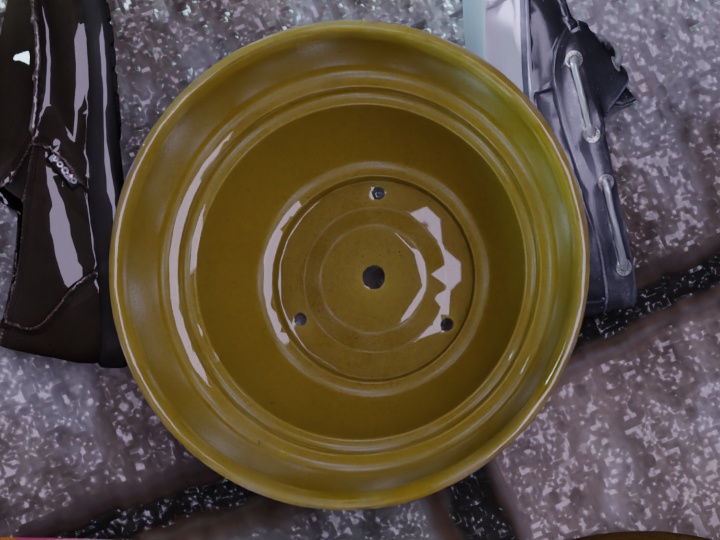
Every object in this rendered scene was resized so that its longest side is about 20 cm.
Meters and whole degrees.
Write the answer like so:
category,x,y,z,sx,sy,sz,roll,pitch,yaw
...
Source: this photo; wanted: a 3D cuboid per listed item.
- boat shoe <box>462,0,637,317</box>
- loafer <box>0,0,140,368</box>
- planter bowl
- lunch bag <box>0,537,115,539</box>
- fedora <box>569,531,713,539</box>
category,x,y,z,sx,sy,sz,roll,pitch,yaw
boat shoe,0.086,-0.078,1.152,0.068,0.072,0.201,-7,85,-5
loafer,-0.138,-0.056,1.122,0.071,0.073,0.201,-7,82,-9
planter bowl,0.000,0.000,1.110,0.200,0.083,0.201,-1,86,9
lunch bag,-0.100,0.147,1.033,0.175,0.200,0.082,1,83,-9
fedora,0.089,0.189,1.080,0.200,0.201,0.082,-28,116,-9
